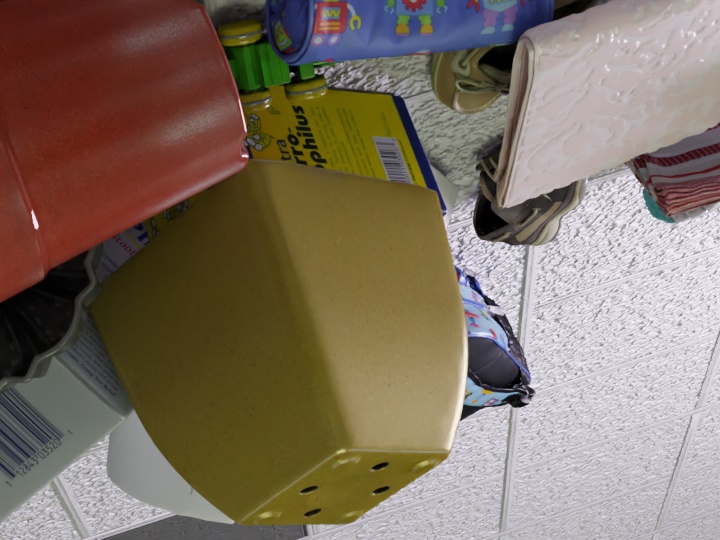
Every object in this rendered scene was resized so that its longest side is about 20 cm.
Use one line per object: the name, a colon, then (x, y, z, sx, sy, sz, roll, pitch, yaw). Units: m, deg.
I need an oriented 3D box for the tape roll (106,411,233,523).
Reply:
tape roll: (-0.107, 0.140, 1.663, 0.202, 0.202, 0.071, -2, 107, -36)

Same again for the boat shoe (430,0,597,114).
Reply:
boat shoe: (0.113, -0.167, 1.473, 0.073, 0.063, 0.201, -4, 151, -32)

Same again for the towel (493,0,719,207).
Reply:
towel: (0.191, -0.137, 1.450, 0.199, 0.032, 0.191, -22, 153, -17)

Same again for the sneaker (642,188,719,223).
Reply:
sneaker: (0.340, -0.101, 1.783, 0.200, 0.078, 0.091, -35, 156, 33)

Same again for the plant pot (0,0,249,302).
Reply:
plant pot: (-0.185, -0.096, 1.259, 0.195, 0.201, 0.201, -23, 157, -14)

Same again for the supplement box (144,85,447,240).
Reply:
supplement box: (-0.055, -0.063, 1.509, 0.199, 0.110, 0.109, 1, 149, -40)

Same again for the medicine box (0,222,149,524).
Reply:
medicine box: (-0.220, 0.066, 1.542, 0.182, 0.103, 0.200, -39, -169, 37)

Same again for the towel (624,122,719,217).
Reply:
towel: (0.285, -0.104, 1.631, 0.143, 0.200, 0.023, -16, 113, -2)

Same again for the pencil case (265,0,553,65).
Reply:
pencil case: (0.032, -0.187, 1.354, 0.199, 0.087, 0.078, -7, -169, -25)

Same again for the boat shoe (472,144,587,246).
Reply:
boat shoe: (0.137, -0.071, 1.687, 0.073, 0.075, 0.200, -14, 154, -14)

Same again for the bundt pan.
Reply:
bundt pan: (-0.264, -0.004, 1.380, 0.201, 0.203, 0.076, -22, 167, 5)

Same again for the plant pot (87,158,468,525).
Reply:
plant pot: (-0.040, 0.066, 1.411, 0.195, 0.201, 0.194, 8, 144, -46)

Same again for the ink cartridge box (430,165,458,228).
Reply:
ink cartridge box: (0.000, 0.000, 1.662, 0.116, 0.067, 0.201, 32, 80, -62)

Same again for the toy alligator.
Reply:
toy alligator: (-0.039, -0.153, 1.407, 0.199, 0.060, 0.054, -15, -162, -17)

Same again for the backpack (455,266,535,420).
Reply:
backpack: (0.045, 0.073, 1.842, 0.182, 0.135, 0.200, -24, 156, 11)

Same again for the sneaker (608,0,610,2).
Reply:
sneaker: (0.236, -0.153, 1.592, 0.199, 0.082, 0.088, 14, 142, -39)
